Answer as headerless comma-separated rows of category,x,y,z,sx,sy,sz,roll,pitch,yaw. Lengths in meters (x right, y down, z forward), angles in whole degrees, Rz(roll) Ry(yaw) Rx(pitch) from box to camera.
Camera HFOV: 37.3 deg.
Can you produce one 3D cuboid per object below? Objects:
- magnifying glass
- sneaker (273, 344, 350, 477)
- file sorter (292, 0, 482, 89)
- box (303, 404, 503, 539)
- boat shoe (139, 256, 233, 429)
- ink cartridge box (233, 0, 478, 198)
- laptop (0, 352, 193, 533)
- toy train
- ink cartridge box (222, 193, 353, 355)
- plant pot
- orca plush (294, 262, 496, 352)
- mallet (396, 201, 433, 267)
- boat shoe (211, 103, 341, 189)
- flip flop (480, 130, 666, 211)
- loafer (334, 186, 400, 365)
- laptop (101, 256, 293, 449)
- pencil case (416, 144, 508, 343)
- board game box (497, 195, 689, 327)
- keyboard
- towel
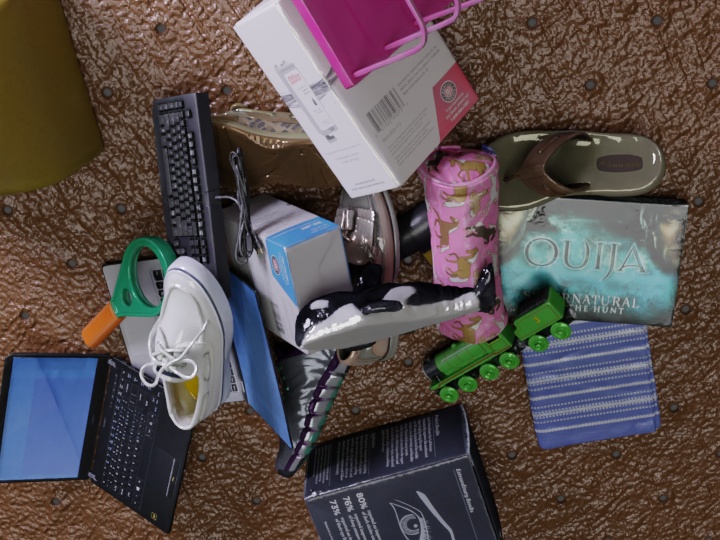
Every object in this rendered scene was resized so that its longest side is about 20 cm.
magnifying glass,-0.245,0.031,1.125,0.199,0.022,0.080,-37,74,42
sneaker,-0.069,0.130,1.194,0.086,0.074,0.202,25,102,1
file sorter,0.047,-0.278,0.907,0.125,0.200,0.140,-9,120,53
box,0.050,0.264,1.226,0.197,0.105,0.150,-16,113,8
boat shoe,-0.178,0.084,1.050,0.074,0.086,0.204,25,137,19
ink cartridge box,0.000,-0.194,0.993,0.082,0.147,0.201,-8,123,53
laptop,-0.302,0.196,1.197,0.198,0.103,0.180,27,117,22
toy train,0.144,0.081,1.150,0.056,0.042,0.199,44,125,-17
ink cartridge box,-0.086,-0.006,1.091,0.066,0.199,0.118,-24,117,-25
plant pot,-0.377,-0.151,0.994,0.192,0.201,0.197,-10,114,5
orca plush,0.029,0.019,1.006,0.197,0.105,0.072,-17,70,-1
mallet,0.091,0.020,1.154,0.065,0.041,0.202,-25,115,10
boat shoe,-0.096,-0.126,1.080,0.196,0.063,0.074,8,128,5
flip flop,0.203,-0.103,1.061,0.196,0.058,0.083,-1,88,12
loafer,0.000,0.000,1.101,0.062,0.071,0.204,-13,103,-39
laptop,-0.175,0.090,1.135,0.196,0.116,0.190,-7,115,9
pencil case,0.103,-0.024,1.058,0.082,0.086,0.203,20,132,38
board game box,0.237,-0.014,1.125,0.196,0.028,0.138,3,110,4
keyboard,-0.151,-0.070,1.037,0.126,0.020,0.204,-1,99,36
towel,0.255,0.105,1.199,0.142,0.024,0.203,-10,112,8
